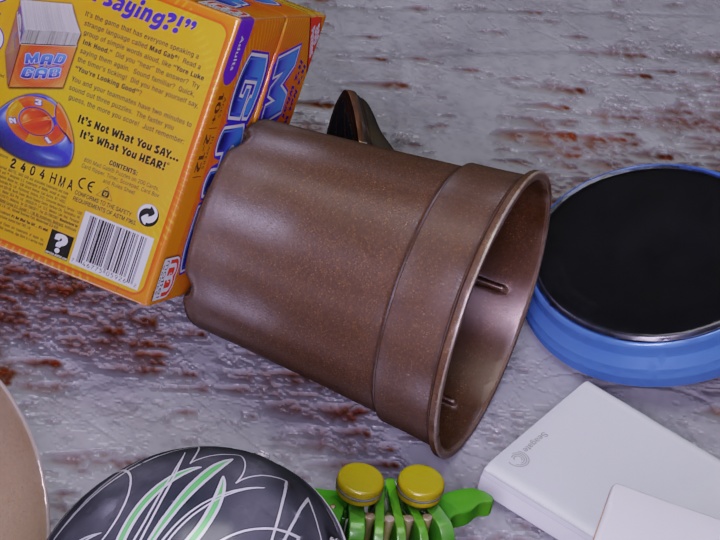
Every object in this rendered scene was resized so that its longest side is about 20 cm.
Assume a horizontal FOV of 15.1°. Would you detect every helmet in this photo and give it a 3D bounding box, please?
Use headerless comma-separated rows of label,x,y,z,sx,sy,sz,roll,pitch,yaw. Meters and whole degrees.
helmet,-0.098,0.200,1.515,0.200,0.191,0.200,-1,43,1

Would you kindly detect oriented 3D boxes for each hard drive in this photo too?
hard drive,0.196,0.158,1.803,0.200,0.027,0.132,31,41,23

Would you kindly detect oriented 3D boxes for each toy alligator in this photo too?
toy alligator,-0.010,0.160,1.716,0.200,0.059,0.054,2,39,-13

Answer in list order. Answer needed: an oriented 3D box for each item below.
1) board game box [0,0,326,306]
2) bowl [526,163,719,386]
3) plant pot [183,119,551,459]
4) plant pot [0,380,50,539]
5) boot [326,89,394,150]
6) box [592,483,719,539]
board game box,-0.170,-0.113,1.852,0.200,0.200,0.200,22,12,13
bowl,0.213,-0.001,1.953,0.200,0.039,0.201,-5,44,5
plant pot,0.000,0.000,1.819,0.198,0.200,0.200,19,38,15
plant pot,-0.294,0.146,1.578,0.134,0.200,0.200,-12,27,30
boot,0.033,-0.049,1.996,0.097,0.075,0.200,7,47,-22
box,0.151,0.251,1.529,0.106,0.200,0.152,19,38,6
